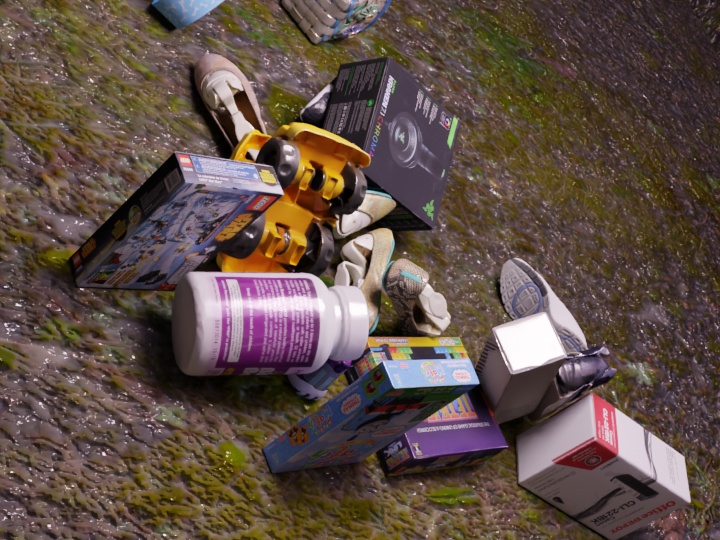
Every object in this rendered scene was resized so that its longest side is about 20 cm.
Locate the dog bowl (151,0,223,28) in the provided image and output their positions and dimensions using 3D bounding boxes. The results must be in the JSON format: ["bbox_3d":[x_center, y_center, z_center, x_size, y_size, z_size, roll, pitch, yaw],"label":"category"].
[{"bbox_3d":[-0.212,-0.395,1.645,0.050,0.111,0.200,56,30,-19],"label":"dog bowl"}]

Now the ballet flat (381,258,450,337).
[{"bbox_3d":[0.079,0.048,1.533,0.075,0.068,0.200,22,-17,19],"label":"ballet flat"}]

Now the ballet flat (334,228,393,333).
[{"bbox_3d":[0.000,0.000,1.548,0.071,0.071,0.201,37,38,-22],"label":"ballet flat"}]

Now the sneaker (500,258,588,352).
[{"bbox_3d":[0.284,0.065,1.858,0.201,0.074,0.087,55,21,-7],"label":"sneaker"}]

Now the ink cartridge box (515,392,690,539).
[{"bbox_3d":[0.333,0.274,1.635,0.199,0.144,0.084,33,39,-26],"label":"ink cartridge box"}]

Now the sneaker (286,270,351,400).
[{"bbox_3d":[-0.048,0.053,1.432,0.074,0.087,0.201,20,45,-39],"label":"sneaker"}]

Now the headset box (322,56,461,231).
[{"bbox_3d":[0.042,-0.168,1.658,0.200,0.092,0.175,36,63,-45],"label":"headset box"}]

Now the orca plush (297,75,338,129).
[{"bbox_3d":[-0.032,-0.230,1.717,0.071,0.105,0.200,46,10,-6],"label":"orca plush"}]

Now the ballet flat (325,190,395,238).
[{"bbox_3d":[-0.046,-0.075,1.552,0.199,0.071,0.071,8,51,-25],"label":"ballet flat"}]

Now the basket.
[{"bbox_3d":[-0.015,-0.451,1.878,0.139,0.176,0.200,48,52,-4],"label":"basket"}]

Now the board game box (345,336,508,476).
[{"bbox_3d":[0.083,0.168,1.513,0.199,0.057,0.166,3,55,-49],"label":"board game box"}]

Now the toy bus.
[{"bbox_3d":[-0.106,-0.100,1.418,0.135,0.201,0.192,19,19,-39],"label":"toy bus"}]

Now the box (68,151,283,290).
[{"bbox_3d":[-0.194,-0.046,1.246,0.136,0.200,0.040,5,55,-49],"label":"box"}]

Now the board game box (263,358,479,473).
[{"bbox_3d":[0.011,0.158,1.303,0.151,0.200,0.037,3,57,-49],"label":"board game box"}]

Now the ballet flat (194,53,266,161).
[{"bbox_3d":[-0.161,-0.206,1.547,0.201,0.068,0.067,59,0,11],"label":"ballet flat"}]

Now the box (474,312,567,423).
[{"bbox_3d":[0.201,0.133,1.558,0.082,0.200,0.069,-16,65,-14],"label":"box"}]

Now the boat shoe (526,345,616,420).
[{"bbox_3d":[0.281,0.154,1.634,0.092,0.200,0.075,-16,81,-13],"label":"boat shoe"}]

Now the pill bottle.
[{"bbox_3d":[-0.097,0.058,1.293,0.199,0.112,0.113,1,55,-23],"label":"pill bottle"}]
